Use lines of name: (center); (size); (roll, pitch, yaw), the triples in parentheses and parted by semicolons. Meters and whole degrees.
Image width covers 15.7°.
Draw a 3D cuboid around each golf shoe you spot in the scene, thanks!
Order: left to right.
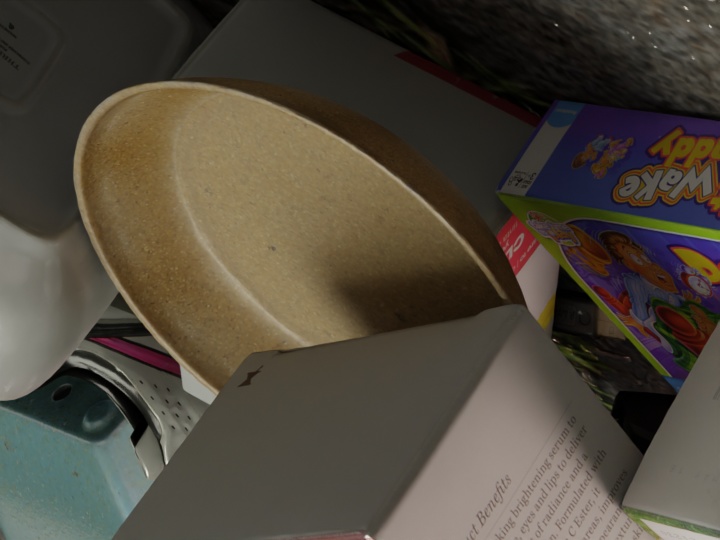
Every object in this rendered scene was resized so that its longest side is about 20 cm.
golf shoe: (-0.060, 0.068, 1.191); (0.200, 0.092, 0.073); (34, 162, -3)

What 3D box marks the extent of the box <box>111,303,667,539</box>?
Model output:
box: (0.038, 0.126, 0.919); (0.152, 0.106, 0.200); (-12, 125, 49)

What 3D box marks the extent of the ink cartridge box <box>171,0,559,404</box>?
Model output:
ink cartridge box: (0.000, 0.000, 1.055); (0.145, 0.083, 0.200); (27, 151, 18)

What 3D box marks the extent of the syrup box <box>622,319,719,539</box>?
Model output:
syrup box: (0.192, 0.104, 0.891); (0.200, 0.081, 0.079); (38, 165, -29)

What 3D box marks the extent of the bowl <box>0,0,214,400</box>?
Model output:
bowl: (-0.155, -0.076, 1.025); (0.200, 0.200, 0.075); (36, 146, -9)

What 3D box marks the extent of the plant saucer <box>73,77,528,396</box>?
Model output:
plant saucer: (-0.012, -0.001, 0.942); (0.200, 0.035, 0.200); (26, 146, 19)

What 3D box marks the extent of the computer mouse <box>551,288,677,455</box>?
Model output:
computer mouse: (0.141, 0.060, 1.110); (0.200, 0.046, 0.140); (21, 147, 37)

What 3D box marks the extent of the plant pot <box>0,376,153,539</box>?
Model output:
plant pot: (-0.091, 0.105, 1.432); (0.196, 0.196, 0.200); (15, 146, 48)

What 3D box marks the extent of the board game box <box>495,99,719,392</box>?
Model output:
board game box: (0.158, 0.007, 0.905); (0.200, 0.045, 0.134); (12, 153, 52)
